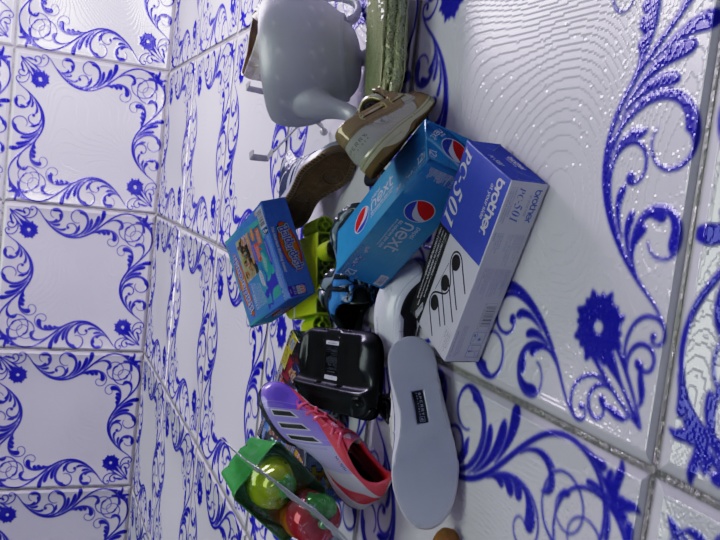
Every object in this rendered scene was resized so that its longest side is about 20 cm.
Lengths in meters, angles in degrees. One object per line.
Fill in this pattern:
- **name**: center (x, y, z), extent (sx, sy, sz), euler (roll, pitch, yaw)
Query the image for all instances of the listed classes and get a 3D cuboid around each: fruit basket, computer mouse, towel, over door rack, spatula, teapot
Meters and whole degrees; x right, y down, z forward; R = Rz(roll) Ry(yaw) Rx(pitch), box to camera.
- **fruit basket**: center (-0.070, 0.285, 0.997), extent (0.200, 0.185, 0.094), euler (12, 57, 44)
- **computer mouse**: center (0.033, 0.083, 0.972), extent (0.110, 0.044, 0.200), euler (-142, 59, -64)
- **towel**: center (0.033, -0.290, 1.020), extent (0.148, 0.036, 0.200), euler (139, 132, -77)
- **over door rack**: center (-0.102, -0.277, 1.305), extent (0.200, 0.067, 0.148), euler (-26, 61, 41)
- **spatula**: center (0.040, -0.119, 1.019), extent (0.200, 0.021, 0.057), euler (-169, 82, -68)
- **teapot**: center (-0.058, -0.298, 1.132), extent (0.197, 0.146, 0.200), euler (-81, -13, -79)

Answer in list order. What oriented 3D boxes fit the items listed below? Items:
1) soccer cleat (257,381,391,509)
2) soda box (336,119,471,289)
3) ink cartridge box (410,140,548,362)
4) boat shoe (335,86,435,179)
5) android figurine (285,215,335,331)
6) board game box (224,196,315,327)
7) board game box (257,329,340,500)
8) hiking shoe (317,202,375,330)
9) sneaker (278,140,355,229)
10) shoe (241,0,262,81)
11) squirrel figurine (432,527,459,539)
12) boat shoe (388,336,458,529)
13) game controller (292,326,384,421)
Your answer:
- **soccer cleat**: center (-0.042, 0.204, 1.000), extent (0.200, 0.068, 0.073), euler (46, 131, 5)
- **soda box**: center (0.046, -0.068, 0.895), extent (0.200, 0.064, 0.068), euler (-49, 29, 42)
- **ink cartridge box**: center (0.111, -0.017, 0.803), extent (0.094, 0.044, 0.200), euler (-122, 42, -52)
- **boat shoe**: center (0.029, -0.167, 0.888), extent (0.074, 0.066, 0.200), euler (-49, 3, 29)
- **android figurine**: center (-0.074, 0.012, 1.243), extent (0.200, 0.041, 0.182), euler (158, 114, -64)
- **board game box**: center (-0.145, -0.007, 1.255), extent (0.200, 0.045, 0.152), euler (-32, 74, 60)
- **board game box**: center (-0.073, 0.224, 1.175), extent (0.200, 0.062, 0.200), euler (54, 131, 52)
- **hiking shoe**: center (0.000, 0.000, 1.048), extent (0.200, 0.074, 0.087), euler (103, 150, -45)
- **sneaker**: center (-0.070, -0.157, 1.229), extent (0.200, 0.070, 0.109), euler (-43, 33, 44)
- **shoe**: center (-0.192, -0.470, 1.593), extent (0.070, 0.053, 0.200), euler (-127, 46, -57)
- **squirrel figurine**: center (0.015, 0.367, 0.779), extent (0.200, 0.186, 0.142), euler (-110, 33, -44)
- **boat shoe**: center (0.063, 0.175, 0.874), extent (0.070, 0.071, 0.200), euler (76, -175, -72)
- **game controller**: center (-0.028, 0.125, 1.015), extent (0.200, 0.042, 0.105), euler (-2, 76, 60)
